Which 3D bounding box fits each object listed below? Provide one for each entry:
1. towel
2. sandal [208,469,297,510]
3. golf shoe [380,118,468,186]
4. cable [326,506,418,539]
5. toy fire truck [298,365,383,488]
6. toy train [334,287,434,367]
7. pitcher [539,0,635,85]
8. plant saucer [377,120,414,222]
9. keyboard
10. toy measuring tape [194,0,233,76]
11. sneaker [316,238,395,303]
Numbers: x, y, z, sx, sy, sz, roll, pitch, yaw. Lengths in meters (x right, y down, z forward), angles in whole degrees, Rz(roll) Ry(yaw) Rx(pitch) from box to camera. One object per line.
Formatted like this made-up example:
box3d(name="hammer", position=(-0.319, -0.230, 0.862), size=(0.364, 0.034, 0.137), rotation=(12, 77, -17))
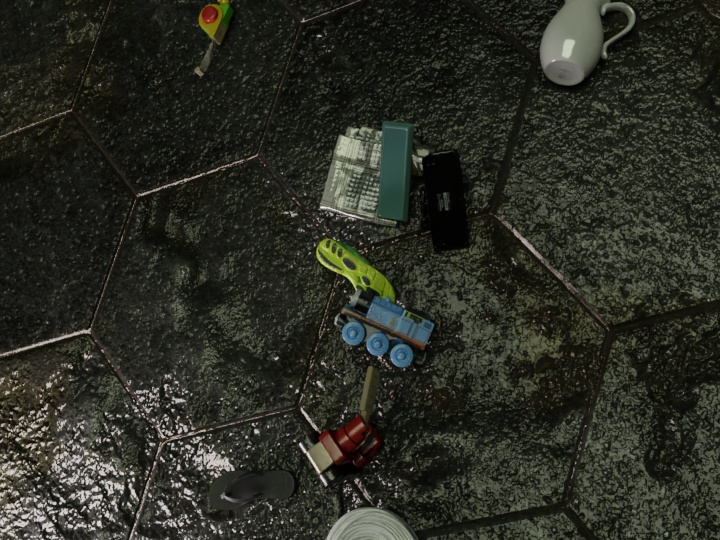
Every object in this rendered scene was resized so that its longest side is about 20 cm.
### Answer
box3d(name="towel", position=(0.022, -0.208, 1.580), size=(0.190, 0.035, 0.203), rotation=(15, 83, 20))
box3d(name="sandal", position=(-0.229, 0.446, 1.512), size=(0.197, 0.043, 0.077), rotation=(-15, 74, 14))
box3d(name="golf shoe", position=(0.132, -0.223, 1.522), size=(0.199, 0.078, 0.095), rotation=(37, 107, 3))
box3d(name="cable", position=(0.023, 0.557, 1.395), size=(0.197, 0.069, 0.203), rotation=(13, 82, 19))
box3d(name="toy fire truck", position=(-0.007, 0.299, 1.402), size=(0.199, 0.176, 0.129), rotation=(-40, 69, 5))
box3d(name="toy train", position=(0.050, 0.112, 1.457), size=(0.198, 0.087, 0.116), rotation=(24, 92, 4))
box3d(name="pitcher", position=(0.454, -0.470, 1.465), size=(0.169, 0.121, 0.203), rotation=(18, 73, 5))
box3d(name="plant saucer", position=(0.069, -0.200, 1.499), size=(0.069, 0.019, 0.203), rotation=(10, 108, 22))
box3d(name="keyboard", position=(0.162, -0.142, 1.493), size=(0.102, 0.040, 0.203), rotation=(-6, 103, 10))
box3d(name="toy measuring tape", position=(-0.370, -0.571, 1.768), size=(0.073, 0.074, 0.203), rotation=(21, 85, 20))
box3d(name="sneaker", position=(0.000, 0.000, 1.519), size=(0.200, 0.084, 0.074), rotation=(43, 112, 3))
